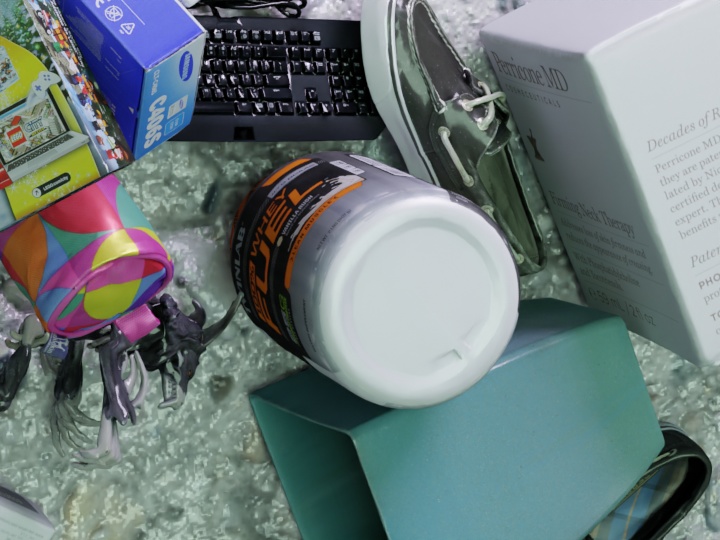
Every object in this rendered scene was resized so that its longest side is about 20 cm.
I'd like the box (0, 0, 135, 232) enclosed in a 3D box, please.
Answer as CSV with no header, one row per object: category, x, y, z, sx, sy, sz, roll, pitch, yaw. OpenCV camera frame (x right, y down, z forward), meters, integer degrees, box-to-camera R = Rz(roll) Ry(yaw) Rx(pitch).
box,-0.233,-0.073,1.463,0.200,0.038,0.137,-25,92,21

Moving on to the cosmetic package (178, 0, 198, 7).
cosmetic package,-0.105,-0.275,1.509,0.167,0.166,0.200,-37,111,-10

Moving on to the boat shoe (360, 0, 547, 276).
boat shoe,0.059,-0.085,1.647,0.071,0.064,0.200,-52,127,-49

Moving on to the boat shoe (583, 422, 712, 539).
boat shoe,0.138,0.173,1.739,0.200,0.057,0.069,-46,111,-7

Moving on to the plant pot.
plant pot,0.069,0.104,1.661,0.200,0.141,0.142,-26,108,-21

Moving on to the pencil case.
pencil case,-0.180,-0.052,1.523,0.088,0.088,0.200,-29,70,-13

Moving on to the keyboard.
keyboard,-0.069,-0.126,1.582,0.200,0.040,0.104,-2,73,-36

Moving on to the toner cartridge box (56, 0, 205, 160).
toner cartridge box,-0.164,-0.160,1.492,0.043,0.095,0.200,-36,73,-23

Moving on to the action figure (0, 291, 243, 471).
action figure,-0.162,0.061,1.583,0.199,0.119,0.102,-6,90,-9

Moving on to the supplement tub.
supplement tub,0.000,0.000,1.580,0.122,0.200,0.123,-4,101,-20

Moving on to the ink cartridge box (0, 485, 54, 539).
ink cartridge box,-0.285,0.192,1.566,0.200,0.047,0.160,-54,140,3

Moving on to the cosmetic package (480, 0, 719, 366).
cosmetic package,0.202,-0.080,1.647,0.166,0.167,0.200,-27,107,-13
